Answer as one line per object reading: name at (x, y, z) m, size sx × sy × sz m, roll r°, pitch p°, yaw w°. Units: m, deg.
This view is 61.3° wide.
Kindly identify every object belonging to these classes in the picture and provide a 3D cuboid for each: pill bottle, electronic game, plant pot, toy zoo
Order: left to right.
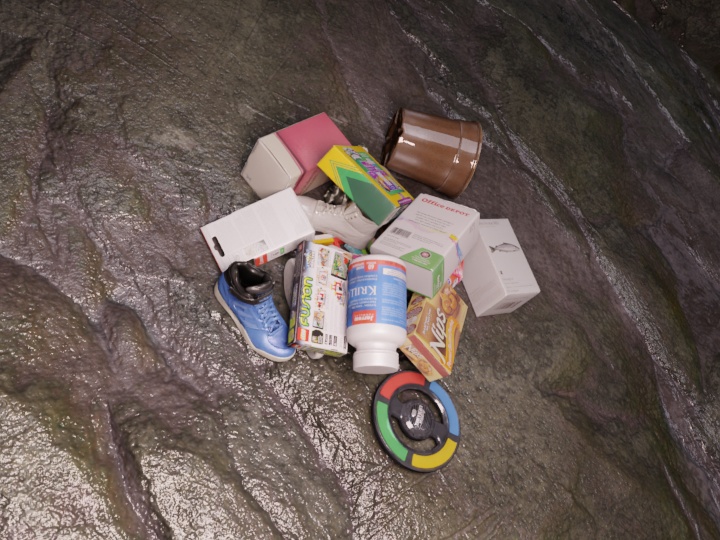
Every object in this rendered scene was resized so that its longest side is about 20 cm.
toy zoo at (-0.058, -0.068, 1.320) m, size 0.199 × 0.020 × 0.132 m, roll -10°, pitch 68°, yaw -35°
pill bottle at (0.030, 0.082, 1.112) m, size 0.111 × 0.112 × 0.202 m, roll 11°, pitch 67°, yaw -25°
electronic game at (0.110, 0.291, 1.185) m, size 0.199 × 0.042 × 0.201 m, roll 15°, pitch 56°, yaw -23°
plant pot at (0.166, -0.298, 1.498) m, size 0.197 × 0.201 × 0.202 m, roll 14°, pitch 55°, yaw -14°

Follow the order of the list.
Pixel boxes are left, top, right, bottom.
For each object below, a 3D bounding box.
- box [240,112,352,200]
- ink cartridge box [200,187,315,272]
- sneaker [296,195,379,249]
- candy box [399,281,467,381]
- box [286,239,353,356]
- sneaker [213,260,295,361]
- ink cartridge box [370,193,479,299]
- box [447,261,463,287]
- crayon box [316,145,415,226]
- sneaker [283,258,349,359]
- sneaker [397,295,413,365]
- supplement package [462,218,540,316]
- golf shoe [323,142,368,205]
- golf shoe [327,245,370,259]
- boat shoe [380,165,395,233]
box at (-0.135, -0.236, 1.308) m, size 0.109 × 0.128 × 0.200 m, roll 51°, pitch 50°, yaw 5°
ink cartridge box at (-0.201, -0.073, 1.206) m, size 0.199 × 0.050 × 0.110 m, roll -26°, pitch 75°, yaw -14°
sneaker at (-0.048, -0.127, 1.274) m, size 0.199 × 0.116 × 0.074 m, roll 23°, pitch 54°, yaw -15°
candy box at (0.146, 0.106, 1.215) m, size 0.116 × 0.055 × 0.201 m, roll 48°, pitch 40°, yaw -18°
box at (-0.073, 0.051, 1.137) m, size 0.109 × 0.035 × 0.202 m, roll 16°, pitch 64°, yaw -26°
sneaker at (-0.179, 0.070, 1.102) m, size 0.200 × 0.111 × 0.077 m, roll 50°, pitch 49°, yaw 5°
ink cartridge box at (0.134, -0.055, 1.241) m, size 0.144 × 0.084 × 0.200 m, roll 22°, pitch 50°, yaw 28°
box at (0.170, -0.047, 1.383) m, size 0.099 × 0.096 × 0.201 m, roll 25°, pitch 45°, yaw -15°
crayon box at (0.017, -0.178, 1.250) m, size 0.173 × 0.058 × 0.200 m, roll 44°, pitch 18°, yaw 5°
sneaker at (-0.076, 0.068, 1.197) m, size 0.111 × 0.073 × 0.202 m, roll -8°, pitch 75°, yaw -36°
sneaker at (0.113, 0.123, 1.275) m, size 0.115 × 0.076 × 0.200 m, roll 60°, pitch 31°, yaw -14°
supplement package at (0.313, -0.009, 1.443) m, size 0.116 × 0.117 × 0.201 m, roll -4°, pitch 64°, yaw -32°
golf shoe at (-0.014, -0.209, 1.401) m, size 0.088 × 0.077 × 0.201 m, roll 33°, pitch 52°, yaw -13°
golf shoe at (0.000, 0.000, 1.282) m, size 0.199 × 0.072 × 0.093 m, roll 34°, pitch 42°, yaw -24°
boat shoe at (0.051, -0.162, 1.411) m, size 0.071 × 0.076 × 0.201 m, roll -12°, pitch 67°, yaw -33°
